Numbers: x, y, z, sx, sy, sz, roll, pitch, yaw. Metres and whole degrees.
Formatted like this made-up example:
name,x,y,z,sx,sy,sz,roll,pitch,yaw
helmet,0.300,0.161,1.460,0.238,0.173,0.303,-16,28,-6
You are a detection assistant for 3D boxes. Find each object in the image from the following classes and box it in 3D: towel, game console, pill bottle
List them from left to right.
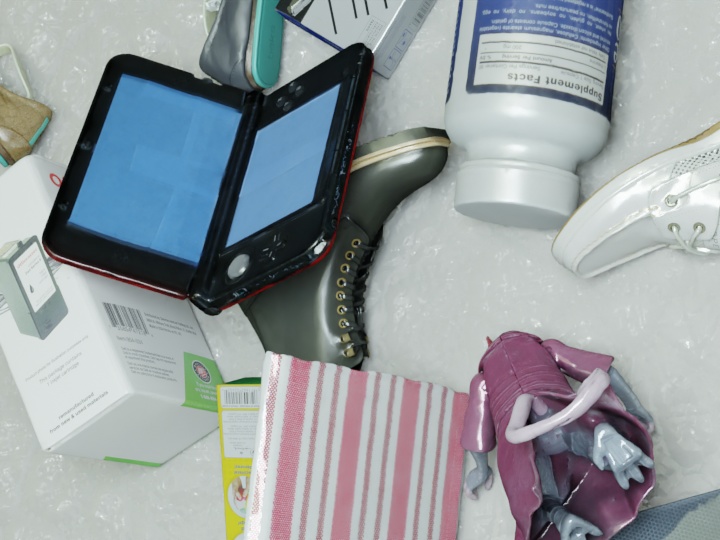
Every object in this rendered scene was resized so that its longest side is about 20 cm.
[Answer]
name,x,y,z,sx,sy,sz,roll,pitch,yaw
game console,-0.099,-0.084,1.119,0.172,0.119,0.201,-26,38,37
towel,-0.002,0.137,1.048,0.030,0.200,0.147,-2,78,42
pill bottle,0.115,-0.134,1.095,0.111,0.111,0.201,4,81,26

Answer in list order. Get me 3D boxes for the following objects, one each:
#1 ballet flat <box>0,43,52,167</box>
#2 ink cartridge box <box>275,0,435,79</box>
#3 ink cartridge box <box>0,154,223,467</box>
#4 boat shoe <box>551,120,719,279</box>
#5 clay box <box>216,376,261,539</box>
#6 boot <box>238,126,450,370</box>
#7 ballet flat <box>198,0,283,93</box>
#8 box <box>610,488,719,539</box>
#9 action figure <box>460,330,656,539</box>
name,x,y,z,sx,sy,sz,roll,pitch,yaw
ballet flat,-0.320,-0.167,1.345,0.072,0.068,0.200,-42,63,-10
ink cartridge box,0.030,-0.250,1.198,0.094,0.044,0.200,34,94,26
ink cartridge box,-0.192,0.032,1.189,0.084,0.145,0.201,-34,66,17
boat shoe,0.217,-0.042,1.048,0.200,0.071,0.070,-32,65,15
clay box,-0.033,0.174,1.121,0.114,0.048,0.201,-2,94,26
boot,0.000,0.000,1.151,0.200,0.077,0.139,-33,71,31
ballet flat,-0.082,-0.233,1.237,0.073,0.073,0.201,10,86,27
box,0.167,0.238,1.025,0.199,0.051,0.158,-20,70,21
action figure,0.103,0.092,1.032,0.134,0.149,0.200,-33,34,7
